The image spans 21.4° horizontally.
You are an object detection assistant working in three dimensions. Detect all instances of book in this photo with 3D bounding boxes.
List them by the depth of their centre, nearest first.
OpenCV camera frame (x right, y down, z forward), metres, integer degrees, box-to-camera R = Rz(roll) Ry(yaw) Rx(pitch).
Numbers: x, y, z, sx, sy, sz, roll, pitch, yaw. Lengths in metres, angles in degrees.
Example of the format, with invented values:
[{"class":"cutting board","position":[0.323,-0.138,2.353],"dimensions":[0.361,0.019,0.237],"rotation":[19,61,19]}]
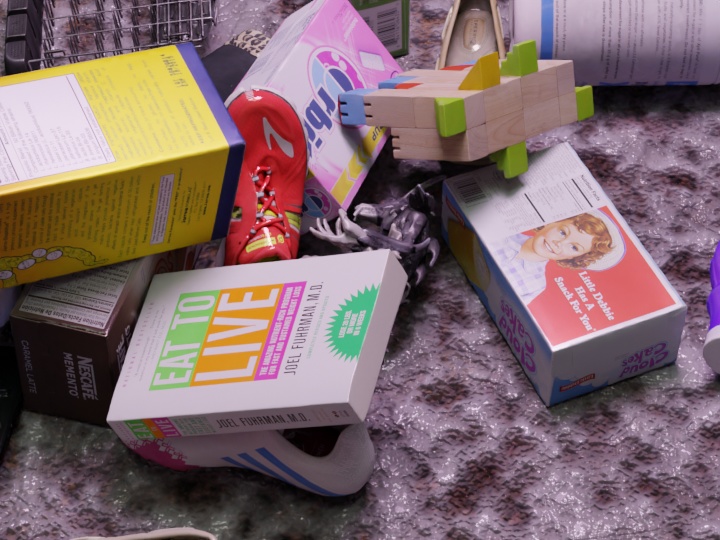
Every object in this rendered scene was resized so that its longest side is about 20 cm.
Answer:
[{"class":"book","position":[-0.073,0.057,1.355],"dimensions":[0.199,0.048,0.134],"rotation":[-7,46,28]}]

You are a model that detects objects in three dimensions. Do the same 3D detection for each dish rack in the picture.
[{"class":"dish rack","position":[-0.224,-0.227,1.712],"dimensions":[0.199,0.055,0.154],"rotation":[-8,48,1]}]

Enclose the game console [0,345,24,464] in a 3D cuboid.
[{"class":"game console","position":[-0.361,0.084,1.392],"dimensions":[0.199,0.119,0.173],"rotation":[6,48,7]}]

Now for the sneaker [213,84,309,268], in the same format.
[{"class":"sneaker","position":[-0.070,-0.040,1.440],"dimensions":[0.077,0.201,0.085],"rotation":[-4,23,-11]}]

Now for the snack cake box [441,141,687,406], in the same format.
[{"class":"snack cake box","position":[0.155,-0.001,1.488],"dimensions":[0.115,0.067,0.200],"rotation":[-17,49,-15]}]

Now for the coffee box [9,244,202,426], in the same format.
[{"class":"coffee box","position":[-0.191,0.006,1.462],"dimensions":[0.079,0.115,0.200],"rotation":[12,50,10]}]

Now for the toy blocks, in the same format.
[{"class":"toy blocks","position":[0.076,-0.132,1.531],"dimensions":[0.136,0.100,0.200],"rotation":[6,19,40]}]

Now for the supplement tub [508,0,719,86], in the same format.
[{"class":"supplement tub","position":[0.230,-0.226,1.651],"dimensions":[0.199,0.132,0.132],"rotation":[1,47,2]}]

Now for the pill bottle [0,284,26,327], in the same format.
[{"class":"pill bottle","position":[-0.295,-0.020,1.463],"dimensions":[0.113,0.114,0.200],"rotation":[13,35,13]}]

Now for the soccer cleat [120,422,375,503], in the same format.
[{"class":"soccer cleat","position":[-0.084,0.108,1.381],"dimensions":[0.199,0.087,0.070],"rotation":[11,48,12]}]

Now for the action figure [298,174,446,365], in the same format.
[{"class":"action figure","position":[0.000,0.000,1.460],"dimensions":[0.102,0.119,0.200],"rotation":[22,57,3]}]

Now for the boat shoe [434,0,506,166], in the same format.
[{"class":"boat shoe","position":[0.097,-0.173,1.652],"dimensions":[0.073,0.063,0.201],"rotation":[4,47,6]}]

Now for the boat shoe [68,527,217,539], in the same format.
[{"class":"boat shoe","position":[-0.190,0.214,1.304],"dimensions":[0.199,0.063,0.071],"rotation":[-5,49,-1]}]

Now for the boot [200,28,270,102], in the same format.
[{"class":"boot","position":[-0.099,-0.122,1.607],"dimensions":[0.153,0.074,0.203],"rotation":[-31,55,-28]}]

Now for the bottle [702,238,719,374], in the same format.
[{"class":"bottle","position":[0.316,-0.001,1.483],"dimensions":[0.083,0.065,0.200],"rotation":[15,50,16]}]

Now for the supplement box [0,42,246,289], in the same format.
[{"class":"supplement box","position":[-0.199,-0.075,1.374],"dimensions":[0.199,0.110,0.109],"rotation":[-13,55,-23]}]

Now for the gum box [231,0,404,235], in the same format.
[{"class":"gum box","position":[-0.036,-0.135,1.563],"dimensions":[0.066,0.114,0.200],"rotation":[-26,23,37]}]

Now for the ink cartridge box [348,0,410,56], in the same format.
[{"class":"ink cartridge box","position":[-0.017,-0.290,1.737],"dimensions":[0.059,0.104,0.200],"rotation":[-16,49,-14]}]
